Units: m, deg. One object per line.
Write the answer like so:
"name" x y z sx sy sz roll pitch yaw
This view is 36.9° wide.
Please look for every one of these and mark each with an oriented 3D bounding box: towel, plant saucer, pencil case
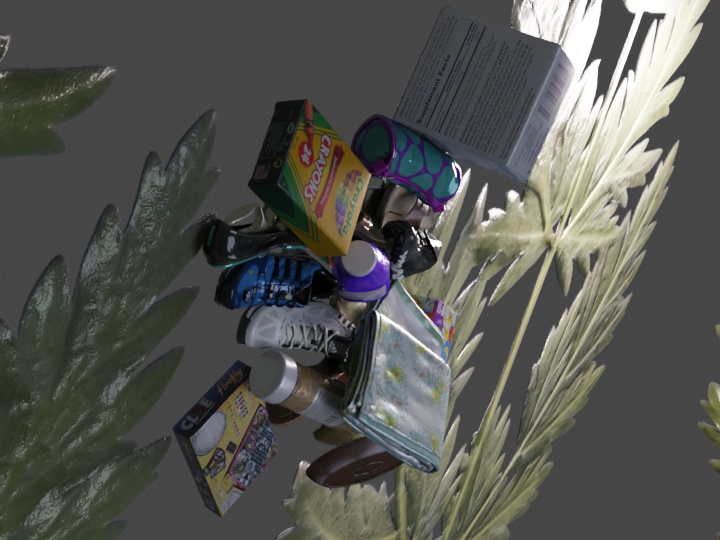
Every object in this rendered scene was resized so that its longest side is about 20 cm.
"towel" 0.057 0.172 1.536 0.200 0.048 0.173 39 50 -35
"plant saucer" 0.007 0.314 1.780 0.198 0.032 0.201 -17 156 -8
"towel" 0.054 0.122 1.608 0.149 0.031 0.201 48 42 -19
"pencil case" 0.066 -0.152 1.550 0.199 0.084 0.093 18 63 -54

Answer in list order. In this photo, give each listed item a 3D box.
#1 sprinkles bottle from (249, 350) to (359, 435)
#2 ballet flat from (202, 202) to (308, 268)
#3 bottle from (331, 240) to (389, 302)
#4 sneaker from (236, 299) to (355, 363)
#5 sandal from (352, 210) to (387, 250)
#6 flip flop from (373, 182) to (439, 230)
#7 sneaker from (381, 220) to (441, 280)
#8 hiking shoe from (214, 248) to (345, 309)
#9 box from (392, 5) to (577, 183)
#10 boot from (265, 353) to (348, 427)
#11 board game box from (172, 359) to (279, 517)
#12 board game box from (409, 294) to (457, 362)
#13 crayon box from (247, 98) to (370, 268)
"sprinkles bottle" -0.066 0.173 1.505 0.199 0.068 0.069 31 86 -45
"ballet flat" -0.118 -0.053 1.365 0.199 0.067 0.069 -19 119 -53
"bottle" 0.000 0.000 1.522 0.200 0.083 0.066 77 9 -80
"sneaker" -0.075 0.082 1.489 0.200 0.115 0.076 -10 121 -57
"sandal" -0.021 -0.063 1.528 0.200 0.081 0.055 26 65 -57
"flip flop" 0.083 -0.092 1.675 0.199 0.057 0.082 7 106 -61
"sneaker" 0.080 -0.038 1.629 0.090 0.067 0.200 -17 164 -7
"hiking shoe" -0.106 0.014 1.413 0.199 0.086 0.075 -19 128 -53
"box" 0.179 -0.253 1.559 0.105 0.199 0.185 20 95 -63
"boot" -0.062 0.198 1.654 0.200 0.073 0.155 -42 151 -27
"board game box" -0.184 0.238 1.515 0.136 0.034 0.201 -46 147 -30
"board game box" 0.076 0.148 1.760 0.105 0.102 0.202 33 69 -62
"crayon box" -0.052 -0.106 1.365 0.200 0.050 0.128 46 52 -48
